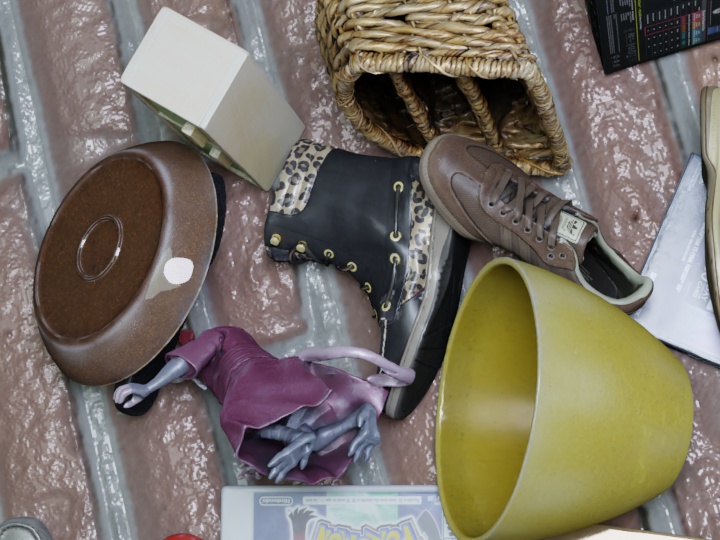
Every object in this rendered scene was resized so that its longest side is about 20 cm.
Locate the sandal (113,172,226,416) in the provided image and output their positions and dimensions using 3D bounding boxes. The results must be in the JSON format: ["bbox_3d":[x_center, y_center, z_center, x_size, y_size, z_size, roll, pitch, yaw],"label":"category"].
[{"bbox_3d":[-0.159,0.013,1.296,0.045,0.075,0.202,20,86,23],"label":"sandal"}]

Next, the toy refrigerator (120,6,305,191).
[{"bbox_3d":[-0.108,-0.121,1.243,0.075,0.200,0.070,30,86,13],"label":"toy refrigerator"}]

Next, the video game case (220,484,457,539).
[{"bbox_3d":[-0.010,0.254,1.250,0.198,0.023,0.184,-1,80,10],"label":"video game case"}]

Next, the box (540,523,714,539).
[{"bbox_3d":[0.211,0.272,1.207,0.198,0.021,0.165,6,81,11],"label":"box"}]

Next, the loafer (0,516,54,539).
[{"bbox_3d":[-0.259,0.289,1.262,0.069,0.070,0.202,-7,79,9],"label":"loafer"}]

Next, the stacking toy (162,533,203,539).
[{"bbox_3d":[-0.161,0.294,1.243,0.085,0.085,0.202,21,80,13],"label":"stacking toy"}]

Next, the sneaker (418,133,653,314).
[{"bbox_3d":[0.134,-0.037,1.206,0.199,0.075,0.071,37,64,-20],"label":"sneaker"}]

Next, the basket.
[{"bbox_3d":[0.055,-0.135,1.209,0.142,0.200,0.150,-26,69,5],"label":"basket"}]

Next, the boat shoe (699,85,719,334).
[{"bbox_3d":[0.284,-0.039,1.207,0.067,0.072,0.202,-2,77,12],"label":"boat shoe"}]

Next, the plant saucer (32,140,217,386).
[{"bbox_3d":[-0.189,-0.012,1.268,0.199,0.034,0.202,-21,57,36],"label":"plant saucer"}]

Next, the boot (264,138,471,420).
[{"bbox_3d":[0.000,0.000,1.269,0.149,0.073,0.202,14,95,19],"label":"boot"}]

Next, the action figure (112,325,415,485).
[{"bbox_3d":[-0.082,0.079,1.230,0.150,0.134,0.200,-56,43,1],"label":"action figure"}]

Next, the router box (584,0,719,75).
[{"bbox_3d":[0.235,-0.225,1.199,0.148,0.200,0.063,-15,73,6],"label":"router box"}]

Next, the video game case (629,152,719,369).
[{"bbox_3d":[0.313,0.014,1.239,0.198,0.019,0.144,23,85,14],"label":"video game case"}]

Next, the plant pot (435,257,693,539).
[{"bbox_3d":[0.151,0.101,1.180,0.141,0.200,0.202,9,80,-16],"label":"plant pot"}]
